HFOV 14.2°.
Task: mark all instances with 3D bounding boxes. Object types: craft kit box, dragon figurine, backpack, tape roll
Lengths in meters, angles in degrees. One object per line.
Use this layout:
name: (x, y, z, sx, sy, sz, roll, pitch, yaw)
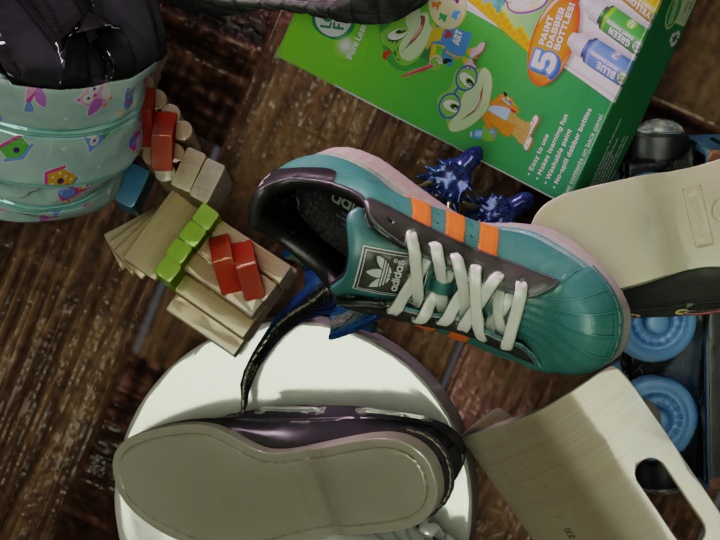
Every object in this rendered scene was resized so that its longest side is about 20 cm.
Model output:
craft kit box: (0.079, -0.161, 1.506, 0.197, 0.048, 0.200, 29, 100, 30)
dragon figurine: (0.000, 0.000, 1.508, 0.200, 0.099, 0.059, -31, 83, 9)
backpack: (-0.183, -0.122, 1.500, 0.200, 0.167, 0.127, 50, 144, 36)
tape roll: (-0.036, 0.125, 1.589, 0.202, 0.037, 0.203, 1, 96, 8)

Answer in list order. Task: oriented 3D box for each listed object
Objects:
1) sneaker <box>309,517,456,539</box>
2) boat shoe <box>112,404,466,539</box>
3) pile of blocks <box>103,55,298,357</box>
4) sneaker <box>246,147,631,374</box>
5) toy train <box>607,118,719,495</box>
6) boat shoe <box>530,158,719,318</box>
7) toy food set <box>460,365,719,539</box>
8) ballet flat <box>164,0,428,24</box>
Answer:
sneaker: (0.026, 0.170, 1.513, 0.200, 0.081, 0.075, 16, 99, 23)
boat shoe: (-0.037, 0.106, 1.537, 0.200, 0.063, 0.073, -3, 106, 29)
pile of blocks: (-0.110, -0.048, 1.550, 0.082, 0.062, 0.200, -30, 80, -2)
sneaker: (0.032, 0.002, 1.406, 0.200, 0.080, 0.071, 25, 114, 25)
toy train: (0.183, 0.019, 1.521, 0.114, 0.087, 0.200, -2, 98, -3)
boat shoe: (0.186, -0.017, 1.437, 0.201, 0.063, 0.074, -6, 77, 9)
toy food set: (0.133, 0.122, 1.486, 0.060, 0.200, 0.144, -35, 90, -14)
ballet flat: (-0.049, -0.167, 1.523, 0.200, 0.057, 0.067, 8, 87, 36)
